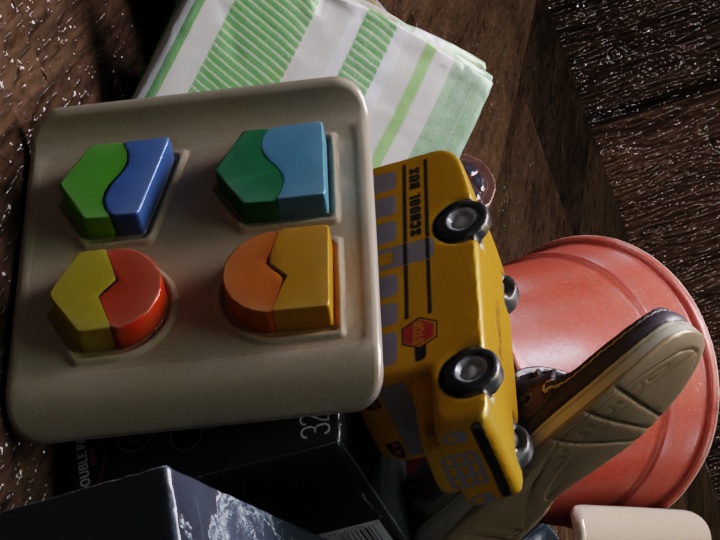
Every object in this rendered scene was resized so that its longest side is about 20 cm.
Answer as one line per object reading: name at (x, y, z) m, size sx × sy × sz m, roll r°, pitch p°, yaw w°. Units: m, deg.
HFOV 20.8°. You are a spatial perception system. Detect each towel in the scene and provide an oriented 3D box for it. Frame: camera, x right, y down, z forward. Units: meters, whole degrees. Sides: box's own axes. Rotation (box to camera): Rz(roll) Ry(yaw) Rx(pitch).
towel at (-0.032, -0.102, 1.197) m, size 0.199 × 0.154 × 0.023 m, roll 28°, pitch -4°, yaw -14°

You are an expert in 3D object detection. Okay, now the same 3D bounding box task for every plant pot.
plant pot at (0.097, 0.079, 1.256) m, size 0.194 × 0.200 × 0.203 m, roll -2°, pitch 75°, yaw -52°

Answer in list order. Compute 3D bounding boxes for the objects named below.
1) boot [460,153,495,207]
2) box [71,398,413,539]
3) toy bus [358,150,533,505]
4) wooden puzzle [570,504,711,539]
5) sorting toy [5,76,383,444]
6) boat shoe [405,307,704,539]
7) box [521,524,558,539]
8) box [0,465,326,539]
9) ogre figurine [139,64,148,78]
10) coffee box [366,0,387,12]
boot at (0.000, 0.000, 1.272) m, size 0.075 × 0.199 × 0.097 m, roll 51°, pitch -19°, yaw 15°
box at (-0.063, 0.052, 1.047) m, size 0.125 × 0.147 × 0.201 m, roll 60°, pitch 19°, yaw -51°
toy bus at (0.039, 0.028, 0.998) m, size 0.201 × 0.078 × 0.065 m, roll -90°, pitch 161°, yaw -47°
wooden puzzle at (0.152, 0.249, 1.254) m, size 0.184 × 0.037 × 0.202 m, roll 12°, pitch 93°, yaw -55°
sorting toy at (-0.084, -0.014, 0.984) m, size 0.037 × 0.183 × 0.201 m, roll 79°, pitch 6°, yaw -53°
boat shoe at (0.091, 0.081, 1.017) m, size 0.072 × 0.200 × 0.065 m, roll 15°, pitch 36°, yaw -50°
box at (0.079, 0.119, 1.579) m, size 0.201 × 0.043 × 0.160 m, roll 63°, pitch 6°, yaw 36°
box at (-0.082, 0.214, 0.886) m, size 0.200 × 0.116 × 0.198 m, roll 39°, pitch 38°, yaw -63°
ogre figurine at (-0.066, -0.069, 1.289) m, size 0.120 × 0.098 × 0.200 m, roll 60°, pitch -6°, yaw 22°
coffee box at (-0.066, -0.205, 1.290) m, size 0.200 × 0.080 × 0.113 m, roll 50°, pitch 9°, yaw 10°
